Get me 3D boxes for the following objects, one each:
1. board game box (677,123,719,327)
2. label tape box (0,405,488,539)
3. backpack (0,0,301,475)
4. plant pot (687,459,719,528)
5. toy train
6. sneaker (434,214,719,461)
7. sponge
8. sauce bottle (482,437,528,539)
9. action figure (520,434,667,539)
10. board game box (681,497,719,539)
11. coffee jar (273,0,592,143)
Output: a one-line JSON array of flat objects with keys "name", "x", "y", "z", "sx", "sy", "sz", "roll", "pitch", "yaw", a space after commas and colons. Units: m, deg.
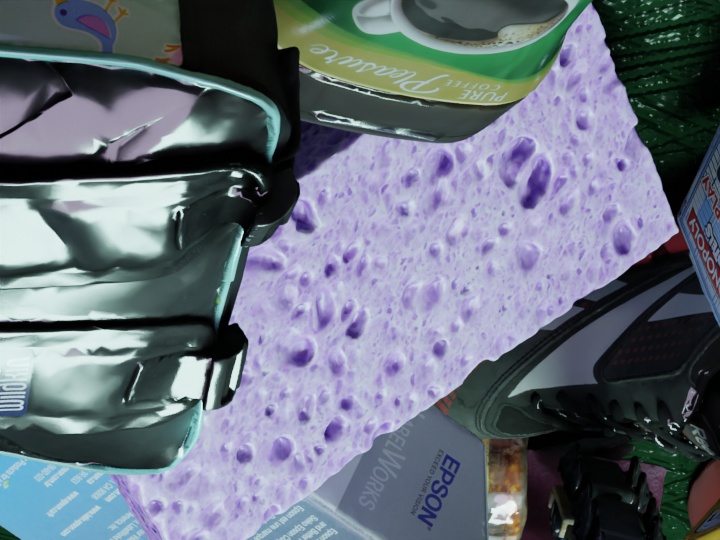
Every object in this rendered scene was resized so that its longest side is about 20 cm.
[{"name": "board game box", "x": 0.198, "y": -0.051, "z": 0.908, "sx": 0.200, "sy": 0.062, "sz": 0.200, "roll": 1, "pitch": 145, "yaw": -29}, {"name": "label tape box", "x": -0.027, "y": 0.087, "z": 1.018, "sx": 0.200, "sy": 0.066, "sz": 0.143, "roll": 34, "pitch": 145, "yaw": -13}, {"name": "backpack", "x": -0.131, "y": -0.042, "z": 0.744, "sx": 0.199, "sy": 0.154, "sz": 0.176, "roll": -1, "pitch": 144, "yaw": -16}, {"name": "plant pot", "x": 0.249, "y": 0.165, "z": 1.212, "sx": 0.200, "sy": 0.178, "sz": 0.201, "roll": -5, "pitch": 151, "yaw": -3}, {"name": "toy train", "x": 0.087, "y": 0.101, "z": 1.007, "sx": 0.034, "sy": 0.046, "sz": 0.200, "roll": 11, "pitch": -171, "yaw": -1}, {"name": "sneaker", "x": 0.102, "y": 0.032, "z": 1.028, "sx": 0.200, "sy": 0.098, "sz": 0.071, "roll": -23, "pitch": 149, "yaw": 31}, {"name": "sponge", "x": 0.000, "y": 0.000, "z": 0.889, "sx": 0.200, "sy": 0.030, "sz": 0.112, "roll": -35, "pitch": 132, "yaw": -12}, {"name": "sauce bottle", "x": -0.035, "y": 0.077, "z": 1.119, "sx": 0.199, "sy": 0.066, "sz": 0.066, "roll": 0, "pitch": 151, "yaw": -1}, {"name": "action figure", "x": 0.076, "y": 0.162, "z": 1.151, "sx": 0.149, "sy": 0.200, "sz": 0.134, "roll": 11, "pitch": 147, "yaw": -26}, {"name": "board game box", "x": 0.212, "y": 0.052, "z": 1.014, "sx": 0.153, "sy": 0.040, "sz": 0.200, "roll": -29, "pitch": -178, "yaw": 29}, {"name": "coffee jar", "x": 0.036, "y": -0.113, "z": 0.763, "sx": 0.104, "sy": 0.086, "sz": 0.200, "roll": 9, "pitch": 147, "yaw": -27}]
